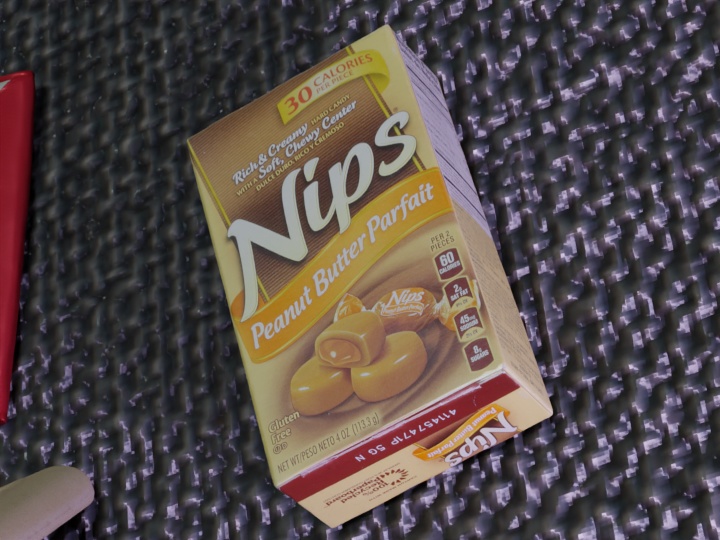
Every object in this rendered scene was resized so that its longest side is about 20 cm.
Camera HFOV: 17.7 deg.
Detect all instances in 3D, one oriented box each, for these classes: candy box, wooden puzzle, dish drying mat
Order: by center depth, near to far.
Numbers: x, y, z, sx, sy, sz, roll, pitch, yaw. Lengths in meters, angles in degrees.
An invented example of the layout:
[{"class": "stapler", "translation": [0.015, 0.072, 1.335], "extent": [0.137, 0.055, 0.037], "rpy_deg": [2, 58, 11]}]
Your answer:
[{"class": "candy box", "translation": [0.000, 0.000, 1.034], "extent": [0.115, 0.055, 0.201], "rpy_deg": [-28, 53, 15]}, {"class": "wooden puzzle", "translation": [-0.235, 0.149, 1.036], "extent": [0.199, 0.185, 0.037], "rpy_deg": [-19, 95, 19]}, {"class": "dish drying mat", "translation": [-0.205, -0.008, 1.186], "extent": [0.077, 0.018, 0.201], "rpy_deg": [-12, 58, 24]}]
